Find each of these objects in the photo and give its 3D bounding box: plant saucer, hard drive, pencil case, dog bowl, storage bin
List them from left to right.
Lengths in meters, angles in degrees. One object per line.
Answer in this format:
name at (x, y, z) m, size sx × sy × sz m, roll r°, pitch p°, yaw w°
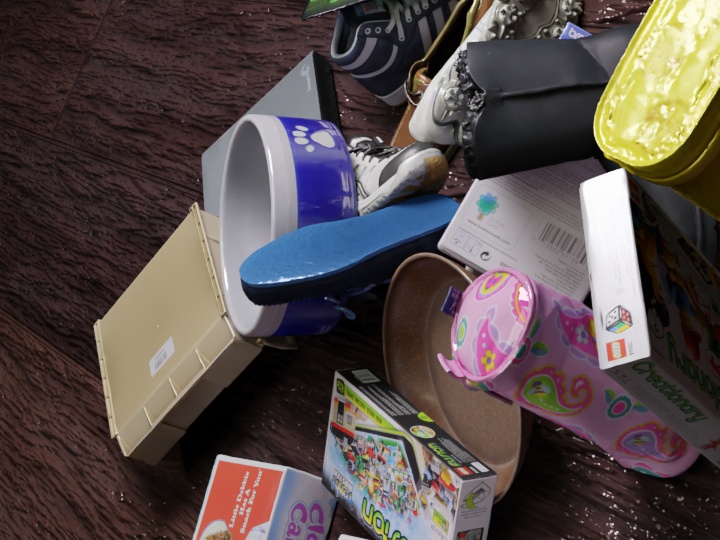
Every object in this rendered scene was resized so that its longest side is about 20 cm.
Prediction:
storage bin at (-0.175, 0.072, 1.367) m, size 0.200 × 0.093 × 0.199 m, roll -46°, pitch 41°, yaw 23°
hard drive at (-0.099, -0.128, 1.438) m, size 0.200 × 0.033 × 0.141 m, roll -38°, pitch 44°, yaw 32°
dog bowl at (-0.070, -0.040, 1.209) m, size 0.200 × 0.078 × 0.203 m, roll -179°, pitch 90°, yaw -71°
plant saucer at (0.080, 0.082, 1.027) m, size 0.200 × 0.036 × 0.202 m, roll 38°, pitch 135°, yaw 52°
pencil case at (0.146, 0.070, 0.875) m, size 0.087 × 0.199 × 0.088 m, roll -35°, pitch 41°, yaw 38°

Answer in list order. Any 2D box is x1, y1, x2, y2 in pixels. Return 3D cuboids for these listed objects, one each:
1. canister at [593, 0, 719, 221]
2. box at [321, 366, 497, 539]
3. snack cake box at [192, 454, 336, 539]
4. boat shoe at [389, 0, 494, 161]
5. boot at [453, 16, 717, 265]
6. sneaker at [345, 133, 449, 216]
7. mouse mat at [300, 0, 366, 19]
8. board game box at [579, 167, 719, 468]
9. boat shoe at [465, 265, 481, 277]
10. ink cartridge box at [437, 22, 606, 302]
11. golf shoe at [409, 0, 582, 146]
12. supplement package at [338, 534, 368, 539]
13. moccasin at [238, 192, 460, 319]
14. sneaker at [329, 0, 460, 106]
canister at (0.259, -0.095, 0.829) m, size 0.086 × 0.199 × 0.149 m, roll 36°, pitch 98°, yaw 53°
box at (0.034, 0.169, 1.061) m, size 0.200 × 0.034 × 0.111 m, roll 35°, pitch 122°, yaw 54°
snack cake box at (-0.101, 0.275, 1.177) m, size 0.115 × 0.067 × 0.202 m, roll -2°, pitch 68°, yaw 53°
boat shoe at (0.070, -0.167, 1.218) m, size 0.201 × 0.068 × 0.072 m, roll -58°, pitch 40°, yaw 13°
boot at (0.159, -0.082, 0.956) m, size 0.166 × 0.076 × 0.202 m, roll -10°, pitch 77°, yaw 3°
sneaker at (0.010, -0.086, 1.177) m, size 0.200 × 0.075 × 0.089 m, roll -34°, pitch 73°, yaw 63°
mouse mat at (0.043, -0.296, 1.262) m, size 0.198 × 0.008 × 0.161 m, roll -16°, pitch 27°, yaw 16°
board game box at (0.201, 0.039, 0.824) m, size 0.034 × 0.200 × 0.127 m, roll -20°, pitch 54°, yaw 29°
boat shoe at (0.123, -0.040, 1.092) m, size 0.202 × 0.074 × 0.093 m, roll -67°, pitch 20°, yaw -2°
ink cartridge box at (0.159, -0.075, 1.015) m, size 0.201 × 0.119 × 0.042 m, roll -61°, pitch -9°, yaw 1°
golf shoe at (0.110, -0.185, 1.141) m, size 0.200 × 0.078 × 0.097 m, roll -47°, pitch 16°, yaw -23°
supplement package at (0.070, 0.276, 0.848) m, size 0.110 × 0.199 × 0.157 m, roll -1°, pitch 69°, yaw 51°
moccasin at (0.000, 0.000, 1.092) m, size 0.198 × 0.069 × 0.081 m, roll -14°, pitch 39°, yaw -9°
sneaker at (0.053, -0.255, 1.258) m, size 0.200 × 0.108 × 0.070 m, roll -49°, pitch 39°, yaw 21°
